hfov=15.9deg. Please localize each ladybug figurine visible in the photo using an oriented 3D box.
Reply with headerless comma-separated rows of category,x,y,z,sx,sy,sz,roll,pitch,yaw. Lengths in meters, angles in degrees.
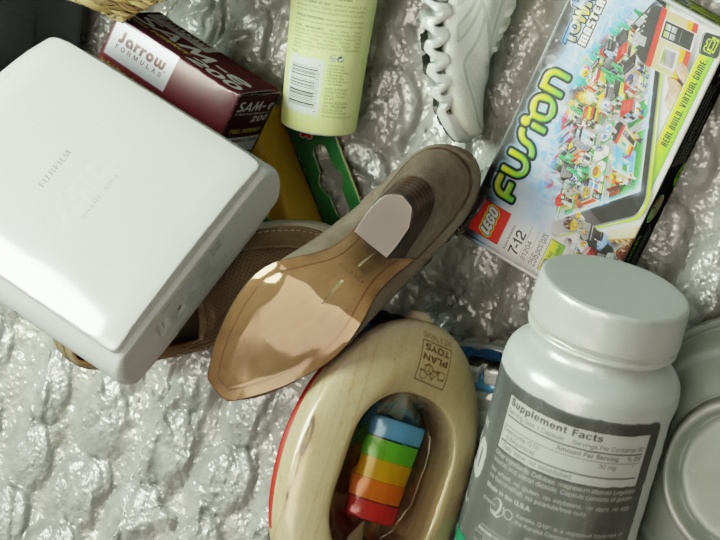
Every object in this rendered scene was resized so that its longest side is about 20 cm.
ladybug figurine,0.003,0.120,1.611,0.072,0.135,0.201,15,82,56

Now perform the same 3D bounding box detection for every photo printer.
photo printer,-0.175,-0.045,1.610,0.200,0.070,0.167,33,75,20

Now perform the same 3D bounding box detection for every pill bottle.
pill bottle,0.133,0.100,1.586,0.113,0.113,0.201,23,113,21

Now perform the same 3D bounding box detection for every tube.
tube,-0.014,-0.188,1.659,0.052,0.058,0.201,29,119,49

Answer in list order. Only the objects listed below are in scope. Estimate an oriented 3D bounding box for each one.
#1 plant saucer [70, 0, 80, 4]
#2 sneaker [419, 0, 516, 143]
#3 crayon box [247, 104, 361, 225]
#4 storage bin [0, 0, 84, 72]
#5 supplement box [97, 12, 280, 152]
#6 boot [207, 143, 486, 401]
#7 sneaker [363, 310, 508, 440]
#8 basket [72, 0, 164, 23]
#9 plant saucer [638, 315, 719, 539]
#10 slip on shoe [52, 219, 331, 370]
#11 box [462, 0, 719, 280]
plant saucer,-0.196,-0.266,1.682,0.035,0.200,0.201,-15,91,44
sneaker,0.075,-0.179,1.628,0.081,0.075,0.201,-2,107,-1
crayon box,-0.096,-0.029,1.744,0.199,0.051,0.128,-24,87,27
storage bin,-0.257,-0.181,1.725,0.145,0.200,0.135,15,95,28
supplement box,-0.147,-0.058,1.703,0.109,0.061,0.201,33,109,19
boot,0.000,0.000,1.615,0.200,0.146,0.070,-42,85,18
sneaker,0.031,0.080,1.689,0.199,0.075,0.087,16,110,24
basket,-0.137,-0.281,1.607,0.149,0.142,0.201,-15,53,49
plant saucer,0.245,0.128,1.600,0.199,0.050,0.201,4,100,25
slip on shoe,-0.100,0.020,1.651,0.199,0.061,0.076,-10,112,-8
box,0.152,-0.085,1.621,0.110,0.035,0.201,31,110,19
